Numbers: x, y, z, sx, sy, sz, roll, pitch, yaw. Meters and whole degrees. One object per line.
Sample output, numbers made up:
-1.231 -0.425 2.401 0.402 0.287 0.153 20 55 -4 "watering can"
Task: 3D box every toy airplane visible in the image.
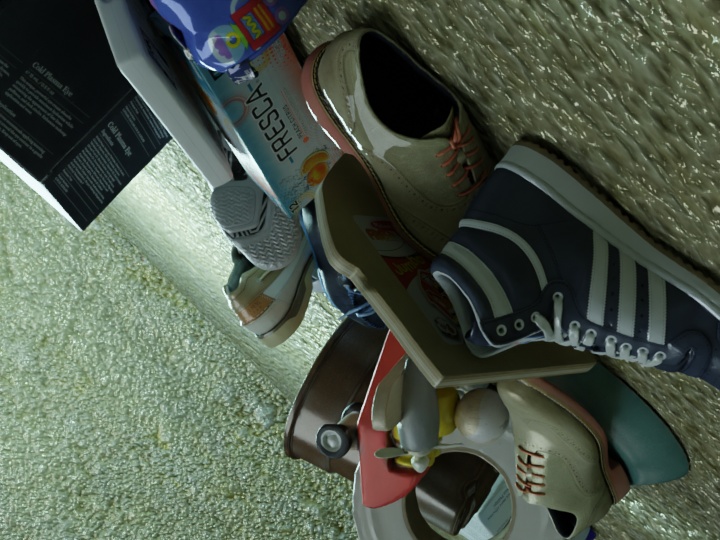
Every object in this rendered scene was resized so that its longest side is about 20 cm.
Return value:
0.061 0.085 0.914 0.140 0.201 0.200 24 151 16 "toy airplane"

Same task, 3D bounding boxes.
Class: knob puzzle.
0.042 -0.002 0.731 0.218 0.031 0.221 29 -151 -18 "knob puzzle"

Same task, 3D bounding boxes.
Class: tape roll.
0.094 0.211 1.041 0.202 0.203 0.071 40 -172 9 "tape roll"

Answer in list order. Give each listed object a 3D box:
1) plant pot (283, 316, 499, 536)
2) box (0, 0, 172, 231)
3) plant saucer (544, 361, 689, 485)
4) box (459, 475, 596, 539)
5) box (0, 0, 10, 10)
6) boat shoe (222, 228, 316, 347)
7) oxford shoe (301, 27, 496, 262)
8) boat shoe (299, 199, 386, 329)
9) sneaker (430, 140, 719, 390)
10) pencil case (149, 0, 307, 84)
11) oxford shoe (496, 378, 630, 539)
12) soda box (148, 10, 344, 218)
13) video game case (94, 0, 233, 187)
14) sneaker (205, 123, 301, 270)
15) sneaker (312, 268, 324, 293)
0.054 0.161 1.174 0.197 0.201 0.201 31 165 17 "plant pot"
-0.276 -0.175 1.047 0.199 0.182 0.104 38 168 21 "box"
0.184 0.120 0.948 0.200 0.036 0.200 40 169 10 "plant saucer"
0.168 0.285 1.415 0.183 0.105 0.200 26 160 52 "box"
-0.339 -0.265 0.887 0.104 0.200 0.148 41 167 4 "box"
-0.080 -0.020 1.050 0.068 0.074 0.201 43 -153 -25 "boat shoe"
0.046 -0.062 0.676 0.200 0.071 0.075 43 162 -13 "oxford shoe"
0.000 0.000 1.015 0.068 0.084 0.200 29 165 35 "boat shoe"
0.130 0.031 0.624 0.200 0.109 0.070 41 169 8 "sneaker"
-0.117 -0.206 0.659 0.200 0.086 0.078 49 -165 -24 "pencil case"
0.151 0.147 0.880 0.071 0.074 0.200 27 161 51 "oxford shoe"
-0.076 -0.127 0.828 0.064 0.068 0.200 44 171 33 "soda box"
-0.157 -0.176 0.816 0.200 0.023 0.184 60 -173 -69 "video game case"
-0.100 -0.077 1.015 0.201 0.075 0.115 61 180 21 "sneaker"
-0.050 -0.016 1.181 0.071 0.073 0.200 38 -179 -27 "sneaker"
